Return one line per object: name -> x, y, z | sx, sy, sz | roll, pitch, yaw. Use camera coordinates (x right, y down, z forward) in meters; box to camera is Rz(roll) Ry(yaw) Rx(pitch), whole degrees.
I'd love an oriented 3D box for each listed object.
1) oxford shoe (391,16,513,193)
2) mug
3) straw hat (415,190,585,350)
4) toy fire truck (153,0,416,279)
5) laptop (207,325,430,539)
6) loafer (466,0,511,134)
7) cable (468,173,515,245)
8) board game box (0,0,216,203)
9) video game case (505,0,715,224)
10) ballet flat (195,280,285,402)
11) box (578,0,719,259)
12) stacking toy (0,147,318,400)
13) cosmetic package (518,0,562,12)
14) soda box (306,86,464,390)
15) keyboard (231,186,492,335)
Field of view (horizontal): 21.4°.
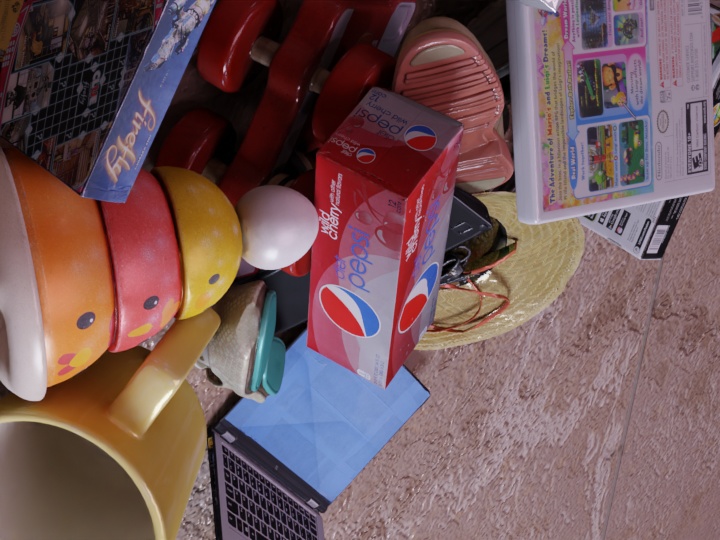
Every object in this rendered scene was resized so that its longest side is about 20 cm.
oxford shoe -> 0.052, -0.115, 1.184 | 0.070, 0.074, 0.200 | -9, 159, 4
mug -> -0.149, 0.114, 1.160 | 0.150, 0.185, 0.153 | 67, 23, -17
straw hat -> 0.060, -0.030, 1.371 | 0.199, 0.086, 0.202 | -9, 148, -6
toy fire truck -> -0.035, -0.090, 1.216 | 0.168, 0.112, 0.201 | -17, 132, -66
laptop -> -0.021, 0.160, 1.406 | 0.115, 0.201, 0.187 | -18, 148, 18
loafer -> 0.071, -0.116, 1.312 | 0.200, 0.070, 0.070 | -45, 167, -28
cable -> 0.137, -0.100, 1.471 | 0.097, 0.050, 0.201 | -8, 134, -52
board game box -> -0.136, -0.154, 1.007 | 0.035, 0.135, 0.201 | 12, 108, -53
video game case -> 0.173, -0.143, 1.302 | 0.181, 0.024, 0.202 | -11, 102, -37
ballet flat -> -0.085, 0.050, 1.233 | 0.200, 0.062, 0.068 | 90, 10, -74
box -> 0.224, -0.122, 1.482 | 0.035, 0.110, 0.201 | 0, 117, -50
stacking toy -> -0.118, -0.015, 1.079 | 0.199, 0.146, 0.147 | -11, 129, -16
cosmetic package -> 0.063, -0.249, 1.168 | 0.199, 0.051, 0.083 | 33, 92, -26
soda box -> 0.012, -0.017, 1.163 | 0.070, 0.063, 0.201 | -52, 161, -32
keyboard -> 0.000, 0.000, 1.295 | 0.199, 0.021, 0.127 | -26, 147, 23
